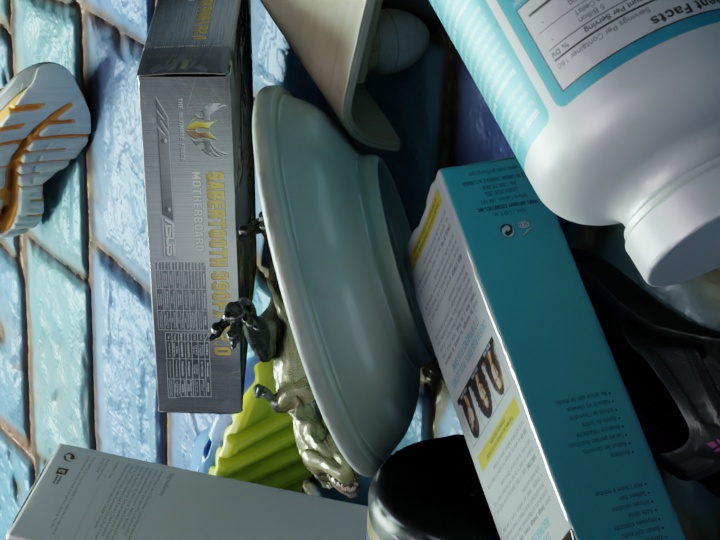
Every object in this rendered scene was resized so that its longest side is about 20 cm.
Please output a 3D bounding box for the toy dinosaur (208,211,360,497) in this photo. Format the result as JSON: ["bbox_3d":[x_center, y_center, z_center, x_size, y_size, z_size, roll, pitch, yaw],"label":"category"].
[{"bbox_3d":[-0.039,0.018,0.927,0.088,0.047,0.201,50,-151,-55],"label":"toy dinosaur"}]

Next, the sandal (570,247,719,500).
[{"bbox_3d":[0.129,0.054,0.789,0.200,0.048,0.076,32,128,49],"label":"sandal"}]

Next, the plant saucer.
[{"bbox_3d":[0.000,0.000,0.906,0.200,0.050,0.201,-15,-90,-82],"label":"plant saucer"}]

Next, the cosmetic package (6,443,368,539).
[{"bbox_3d":[-0.090,0.178,1.034,0.199,0.085,0.108,10,128,12],"label":"cosmetic package"}]

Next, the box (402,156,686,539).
[{"bbox_3d":[0.078,0.055,0.804,0.082,0.049,0.201,111,145,-59],"label":"box"}]

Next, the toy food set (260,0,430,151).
[{"bbox_3d":[0.005,-0.179,0.892,0.144,0.060,0.201,-121,36,-44],"label":"toy food set"}]

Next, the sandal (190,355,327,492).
[{"bbox_3d":[-0.077,0.124,1.109,0.087,0.079,0.201,51,139,38],"label":"sandal"}]

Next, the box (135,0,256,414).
[{"bbox_3d":[-0.085,-0.048,0.989,0.159,0.048,0.201,-91,1,-61],"label":"box"}]

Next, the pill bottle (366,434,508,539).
[{"bbox_3d":[0.055,0.191,0.899,0.112,0.111,0.201,32,128,47],"label":"pill bottle"}]

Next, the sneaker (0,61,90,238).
[{"bbox_3d":[-0.249,-0.095,1.287,0.200,0.078,0.078,-46,55,52],"label":"sneaker"}]

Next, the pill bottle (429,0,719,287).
[{"bbox_3d":[0.096,-0.096,0.724,0.201,0.110,0.111,63,146,19],"label":"pill bottle"}]
